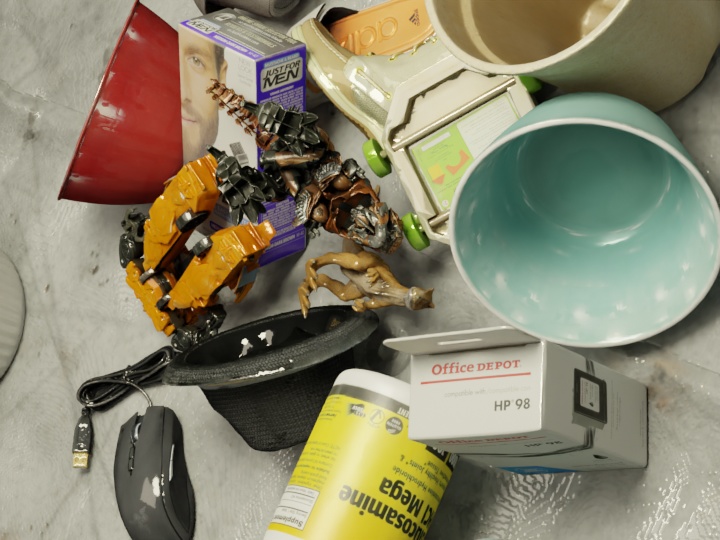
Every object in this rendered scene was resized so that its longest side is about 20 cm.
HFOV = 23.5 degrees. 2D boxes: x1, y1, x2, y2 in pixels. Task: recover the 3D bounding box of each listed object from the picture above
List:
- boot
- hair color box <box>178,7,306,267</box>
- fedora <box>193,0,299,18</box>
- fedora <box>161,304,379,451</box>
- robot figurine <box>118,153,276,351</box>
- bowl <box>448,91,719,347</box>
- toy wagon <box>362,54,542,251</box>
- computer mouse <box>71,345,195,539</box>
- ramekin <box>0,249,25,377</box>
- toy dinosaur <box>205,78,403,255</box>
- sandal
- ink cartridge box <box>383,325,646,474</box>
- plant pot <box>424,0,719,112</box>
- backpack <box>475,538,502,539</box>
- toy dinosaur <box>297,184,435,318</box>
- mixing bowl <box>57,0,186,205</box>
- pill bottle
[{"bbox_3d":[0.049,-0.181,1.469,0.155,0.072,0.200,-47,72,14],"label":"boot"},{"bbox_3d":[-0.103,-0.116,1.522,0.109,0.065,0.201,29,129,40],"label":"hair color box"},{"bbox_3d":[-0.077,-0.314,1.593,0.090,0.177,0.201,23,81,10],"label":"fedora"},{"bbox_3d":[-0.067,0.096,1.453,0.200,0.200,0.092,-11,101,35],"label":"fedora"},{"bbox_3d":[-0.150,-0.011,1.540,0.145,0.058,0.200,57,145,10],"label":"robot figurine"},{"bbox_3d":[0.171,-0.052,1.293,0.200,0.201,0.105,-28,25,28],"label":"bowl"},{"bbox_3d":[0.100,-0.074,1.402,0.155,0.040,0.201,-28,87,16],"label":"toy wagon"},{"bbox_3d":[-0.220,0.174,1.593,0.140,0.046,0.201,-19,64,30],"label":"computer mouse"},{"bbox_3d":[-0.434,0.046,1.763,0.199,0.105,0.202,-12,68,34],"label":"ramekin"},{"bbox_3d":[-0.055,-0.081,1.395,0.199,0.136,0.103,21,97,24],"label":"toy dinosaur"},{"bbox_3d":[-0.019,-0.209,1.556,0.206,0.059,0.080,-22,63,31],"label":"sandal"},{"bbox_3d":[0.113,0.099,1.261,0.115,0.200,0.067,-8,71,36],"label":"ink cartridge box"},{"bbox_3d":[0.179,-0.212,1.321,0.199,0.183,0.202,-14,66,33],"label":"plant pot"},{"bbox_3d":[0.097,0.277,1.233,0.199,0.177,0.151,-33,63,20],"label":"backpack"},{"bbox_3d":[0.000,0.000,1.435,0.200,0.105,0.061,-128,35,-56],"label":"toy dinosaur"},{"bbox_3d":[-0.197,-0.140,1.614,0.200,0.108,0.201,-158,90,-80],"label":"mixing bowl"},{"bbox_3d":[-0.005,0.186,1.311,0.112,0.112,0.201,11,70,39],"label":"pill bottle"}]
